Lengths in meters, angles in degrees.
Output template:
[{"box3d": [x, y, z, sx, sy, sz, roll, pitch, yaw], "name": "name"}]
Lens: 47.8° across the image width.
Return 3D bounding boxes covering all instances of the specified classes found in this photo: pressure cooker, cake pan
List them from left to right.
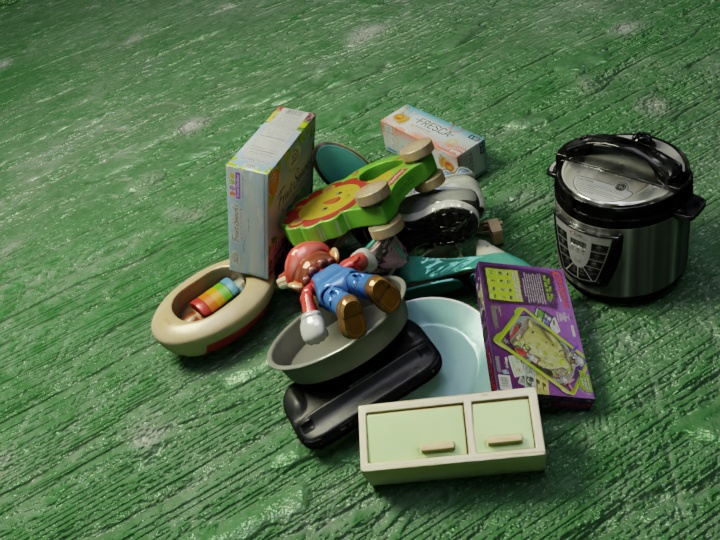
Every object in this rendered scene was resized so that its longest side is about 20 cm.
[{"box3d": [-0.024, 0.076, 1.020, 0.199, 0.037, 0.201, -27, 17, 9], "name": "cake pan"}, {"box3d": [0.335, -0.083, 1.048, 0.173, 0.202, 0.180, -8, 40, 7], "name": "pressure cooker"}]

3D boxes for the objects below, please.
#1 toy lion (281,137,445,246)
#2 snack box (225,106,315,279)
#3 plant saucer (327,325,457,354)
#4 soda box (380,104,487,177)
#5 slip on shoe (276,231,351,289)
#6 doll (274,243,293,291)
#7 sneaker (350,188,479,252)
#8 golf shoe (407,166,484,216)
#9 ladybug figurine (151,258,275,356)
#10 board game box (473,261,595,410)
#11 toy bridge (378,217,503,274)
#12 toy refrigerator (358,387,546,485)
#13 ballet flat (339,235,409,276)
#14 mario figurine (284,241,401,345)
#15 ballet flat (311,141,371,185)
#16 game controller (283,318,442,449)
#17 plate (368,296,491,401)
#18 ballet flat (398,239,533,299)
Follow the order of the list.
[{"box3d": [-0.007, -0.099, 1.110, 0.190, 0.069, 0.200, -4, 31, 40], "name": "toy lion"}, {"box3d": [-0.125, -0.115, 1.163, 0.067, 0.170, 0.201, 11, 35, 9], "name": "snack box"}, {"box3d": [0.039, 0.096, 1.075, 0.197, 0.019, 0.070, -2, 42, 13], "name": "plant saucer"}, {"box3d": [0.122, -0.213, 1.375, 0.068, 0.064, 0.199, -33, 44, -22], "name": "soda box"}, {"box3d": [-0.070, -0.036, 1.161, 0.074, 0.062, 0.200, -21, 21, 34], "name": "slip on shoe"}, {"box3d": [-0.125, -0.035, 1.255, 0.135, 0.049, 0.201, -25, 44, -5], "name": "doll"}, {"box3d": [0.076, -0.072, 1.141, 0.198, 0.075, 0.080, -5, 36, 24], "name": "sneaker"}, {"box3d": [0.088, -0.089, 1.193, 0.198, 0.079, 0.098, -20, 42, -3], "name": "golf shoe"}, {"box3d": [-0.200, 0.054, 1.155, 0.199, 0.072, 0.135, -34, 44, -22], "name": "ladybug figurine"}, {"box3d": [0.207, 0.075, 0.991, 0.118, 0.033, 0.202, 3, 47, -4], "name": "board game box"}, {"box3d": [0.116, -0.046, 1.209, 0.197, 0.027, 0.068, -14, 38, 2], "name": "toy bridge"}, {"box3d": [0.100, 0.183, 0.896, 0.197, 0.070, 0.077, -7, 61, 9], "name": "toy refrigerator"}, {"box3d": [0.000, 0.000, 1.140, 0.069, 0.071, 0.199, -49, 13, -33], "name": "ballet flat"}, {"box3d": [-0.022, 0.030, 1.000, 0.122, 0.107, 0.200, 1, 14, -27], "name": "mario figurine"}, {"box3d": [0.007, -0.137, 1.254, 0.198, 0.071, 0.071, 27, 37, -19], "name": "ballet flat"}, {"box3d": [0.000, 0.133, 0.989, 0.199, 0.042, 0.104, -31, 35, -7], "name": "game controller"}, {"box3d": [0.080, 0.121, 1.008, 0.197, 0.026, 0.202, -8, 51, 11], "name": "plate"}, {"box3d": [0.146, -0.007, 1.113, 0.197, 0.067, 0.071, -6, 67, 13], "name": "ballet flat"}]
